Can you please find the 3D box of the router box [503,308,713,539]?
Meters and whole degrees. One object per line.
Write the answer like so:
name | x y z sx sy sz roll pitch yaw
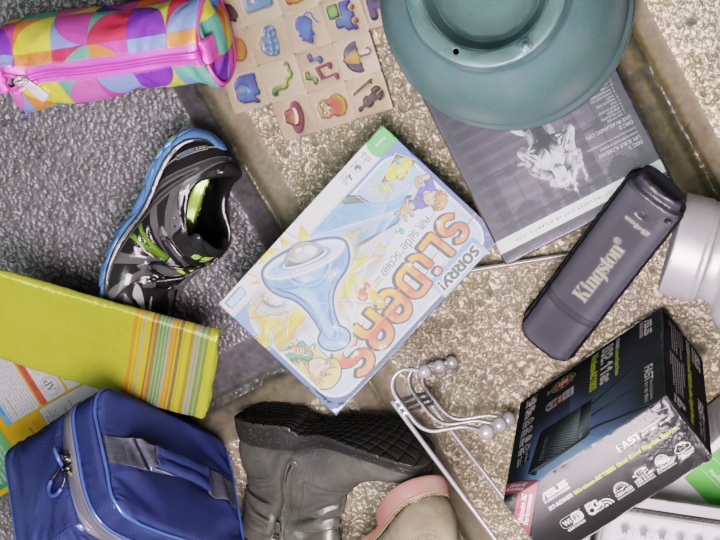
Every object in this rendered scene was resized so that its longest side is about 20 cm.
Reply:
router box | 0.194 0.123 1.297 0.150 0.200 0.062 -36 100 18

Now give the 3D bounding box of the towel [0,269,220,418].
towel | -0.217 0.060 1.406 0.199 0.018 0.086 16 116 5

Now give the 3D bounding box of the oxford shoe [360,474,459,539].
oxford shoe | 0.036 0.251 1.393 0.070 0.074 0.200 -10 146 -18

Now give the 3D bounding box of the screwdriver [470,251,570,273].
screwdriver | 0.083 0.005 1.387 0.199 0.028 0.029 -5 121 7

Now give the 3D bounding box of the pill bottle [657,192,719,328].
pill bottle | 0.337 0.006 1.284 0.199 0.111 0.111 17 108 7

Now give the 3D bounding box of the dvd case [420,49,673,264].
dvd case | 0.137 -0.126 1.319 0.148 0.016 0.201 -27 87 12

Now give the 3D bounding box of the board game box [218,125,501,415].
board game box | 0.000 0.000 1.364 0.135 0.034 0.200 42 93 2

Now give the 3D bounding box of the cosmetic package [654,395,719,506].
cosmetic package | 0.262 0.212 1.370 0.108 0.085 0.200 43 108 -6

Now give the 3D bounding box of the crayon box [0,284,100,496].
crayon box | -0.302 0.116 1.481 0.199 0.052 0.126 -29 97 17

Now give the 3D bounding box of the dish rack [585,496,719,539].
dish rack | 0.266 0.256 1.316 0.199 0.044 0.172 8 110 6

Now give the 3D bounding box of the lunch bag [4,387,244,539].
lunch bag | -0.194 0.186 1.394 0.132 0.200 0.136 -32 55 21

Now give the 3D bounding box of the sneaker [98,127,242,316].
sneaker | -0.158 -0.019 1.394 0.083 0.071 0.200 37 111 35

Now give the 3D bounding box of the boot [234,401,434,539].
boot | -0.021 0.191 1.426 0.199 0.068 0.131 7 111 31

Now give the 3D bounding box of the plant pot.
plant pot | 0.102 -0.207 1.246 0.199 0.134 0.201 1 93 13

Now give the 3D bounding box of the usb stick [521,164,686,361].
usb stick | 0.190 -0.002 1.316 0.055 0.033 0.200 44 134 13

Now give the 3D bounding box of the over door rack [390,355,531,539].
over door rack | 0.100 0.161 1.337 0.066 0.148 0.201 -28 83 11

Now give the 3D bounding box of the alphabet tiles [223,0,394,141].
alphabet tiles | -0.048 -0.214 1.362 0.166 0.008 0.201 -15 102 15

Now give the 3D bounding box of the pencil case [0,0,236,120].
pencil case | -0.203 -0.178 1.361 0.199 0.088 0.089 -8 103 16
